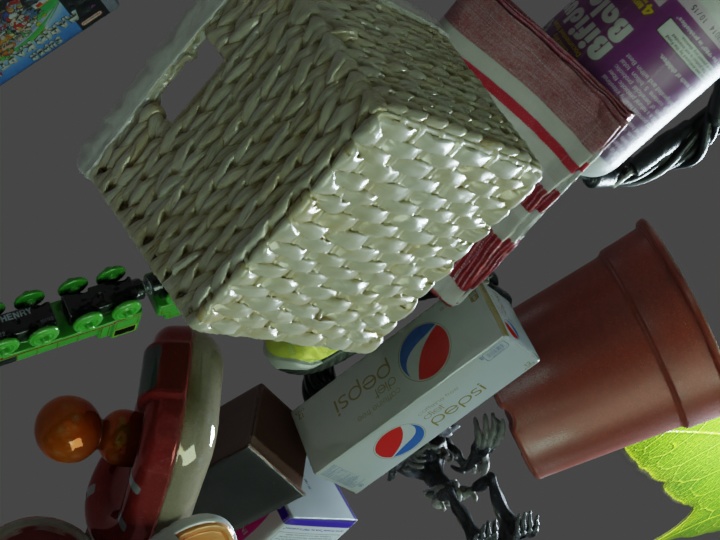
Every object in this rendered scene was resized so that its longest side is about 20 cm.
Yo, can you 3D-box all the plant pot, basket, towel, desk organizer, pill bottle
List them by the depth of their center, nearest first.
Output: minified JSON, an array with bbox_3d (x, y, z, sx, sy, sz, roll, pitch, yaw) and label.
[{"bbox_3d":[-0.028,-0.067,0.955,0.198,0.161,0.200,-47,149,21],"label":"basket"},{"bbox_3d":[0.073,-0.084,1.060,0.200,0.144,0.023,-49,-179,26],"label":"towel"},{"bbox_3d":[0.174,-0.139,1.089,0.200,0.113,0.112,-42,149,15],"label":"pill bottle"},{"bbox_3d":[-0.139,0.182,1.295,0.199,0.077,0.072,-31,120,27],"label":"desk organizer"},{"bbox_3d":[0.216,0.086,1.400,0.194,0.201,0.201,-26,151,4],"label":"plant pot"}]

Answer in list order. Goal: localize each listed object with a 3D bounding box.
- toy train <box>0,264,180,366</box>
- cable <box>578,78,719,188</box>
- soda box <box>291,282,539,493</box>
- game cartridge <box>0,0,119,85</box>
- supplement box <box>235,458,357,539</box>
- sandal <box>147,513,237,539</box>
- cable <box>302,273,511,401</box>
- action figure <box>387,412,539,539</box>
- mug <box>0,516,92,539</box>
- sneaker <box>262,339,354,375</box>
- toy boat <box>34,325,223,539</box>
[{"bbox_3d":[-0.181,0.026,1.068,0.199,0.042,0.056,-18,158,-25],"label":"toy train"},{"bbox_3d":[0.268,-0.135,1.248,0.200,0.051,0.163,-46,148,21],"label":"cable"},{"bbox_3d":[0.043,0.095,1.243,0.200,0.068,0.064,-37,141,16],"label":"soda box"},{"bbox_3d":[-0.211,-0.144,0.792,0.199,0.038,0.130,-34,146,1],"label":"game cartridge"},{"bbox_3d":[-0.119,0.248,1.390,0.200,0.101,0.103,-46,148,21],"label":"supplement box"},{"bbox_3d":[-0.170,0.264,1.120,0.206,0.059,0.079,-34,128,-13],"label":"sandal"},{"bbox_3d":[0.033,0.060,1.296,0.200,0.051,0.163,-36,150,6],"label":"cable"},{"bbox_3d":[0.081,0.172,1.387,0.118,0.200,0.102,-8,130,-36],"label":"action figure"},{"bbox_3d":[-0.251,0.281,1.244,0.177,0.134,0.200,-11,154,-22],"label":"mug"},{"bbox_3d":[0.000,0.000,1.182,0.200,0.075,0.076,-40,140,-5],"label":"sneaker"},{"bbox_3d":[-0.184,0.129,1.162,0.130,0.131,0.200,12,135,-11],"label":"toy boat"}]
